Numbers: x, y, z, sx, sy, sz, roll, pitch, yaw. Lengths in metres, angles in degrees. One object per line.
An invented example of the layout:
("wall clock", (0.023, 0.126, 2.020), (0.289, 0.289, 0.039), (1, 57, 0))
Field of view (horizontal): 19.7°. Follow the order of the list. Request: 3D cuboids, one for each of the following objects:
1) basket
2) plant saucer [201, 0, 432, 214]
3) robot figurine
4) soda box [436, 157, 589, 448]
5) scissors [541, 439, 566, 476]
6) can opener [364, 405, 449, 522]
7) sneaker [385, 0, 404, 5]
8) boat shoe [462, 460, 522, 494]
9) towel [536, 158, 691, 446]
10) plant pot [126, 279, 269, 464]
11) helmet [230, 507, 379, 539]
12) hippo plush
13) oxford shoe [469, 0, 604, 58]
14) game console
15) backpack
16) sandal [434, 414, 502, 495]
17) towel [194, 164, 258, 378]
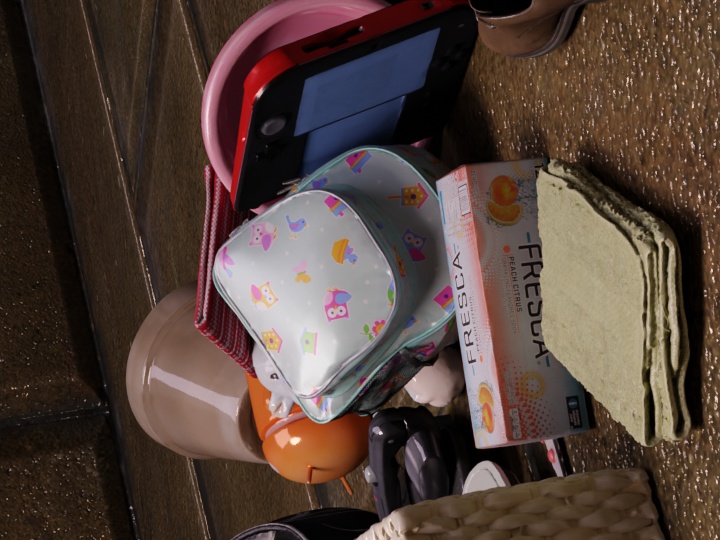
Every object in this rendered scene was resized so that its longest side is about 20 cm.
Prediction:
("basket", (0.100, 0.248, 1.374), (0.161, 0.199, 0.199), (123, 137, -62))
("plant saucer", (-0.036, -0.136, 1.677), (0.051, 0.200, 0.201), (-129, 34, -58))
("robot figurine", (-0.052, 0.121, 2.026), (0.144, 0.116, 0.201), (113, 145, -62))
("soda box", (0.108, 0.023, 1.478), (0.064, 0.068, 0.201), (157, 107, -70))
("scissors", (0.140, 0.121, 1.520), (0.073, 0.014, 0.201), (101, 156, -49))
("can opener", (0.034, 0.175, 1.674), (0.200, 0.063, 0.079), (91, 171, -55))
("sneaker", (0.007, -0.224, 1.724), (0.200, 0.074, 0.082), (121, 142, -68))
("boat shoe", (0.127, 0.236, 1.534), (0.076, 0.060, 0.201), (-41, 54, 49))
("towel", (0.163, 0.017, 1.343), (0.200, 0.036, 0.149), (-135, 39, -65))
("plant pot", (-0.124, 0.123, 2.216), (0.173, 0.199, 0.201), (23, 121, 53))
("helmet", (-0.023, 0.309, 1.881), (0.199, 0.190, 0.201), (-13, 71, 41))
("hippo plush", (-0.014, 0.041, 1.763), (0.200, 0.160, 0.160), (-166, 69, -74))
("oxford shoe", (0.104, -0.188, 1.370), (0.200, 0.084, 0.073), (134, 125, -73))
("game console", (-0.005, -0.128, 1.581), (0.031, 0.199, 0.177), (55, 154, 27))
("backpack", (0.000, 0.000, 1.594), (0.176, 0.200, 0.153), (55, -167, 15))
("sandal", (0.088, 0.155, 1.684), (0.200, 0.048, 0.076), (-111, 14, -79))
("towel", (-0.106, 0.003, 1.758), (0.200, 0.022, 0.145), (53, -140, -71))
